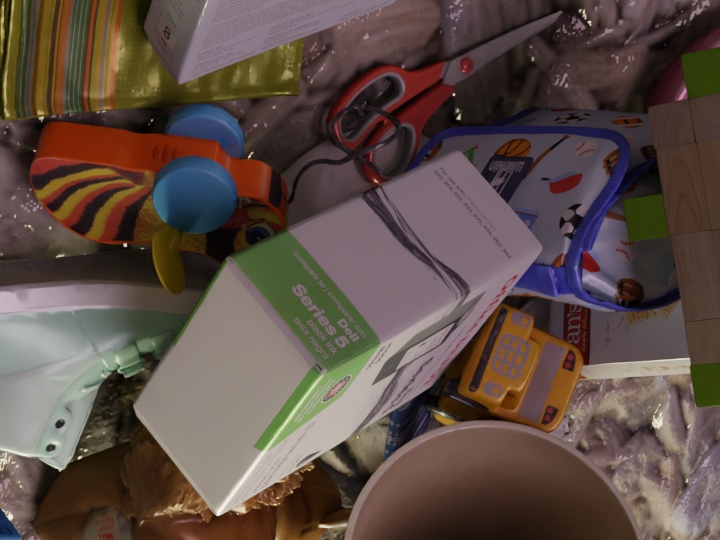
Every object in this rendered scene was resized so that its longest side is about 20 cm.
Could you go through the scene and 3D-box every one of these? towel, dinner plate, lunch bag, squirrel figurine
[{"bbox_3d":[0.015,0.164,1.154,0.145,0.024,0.201,-49,155,-70],"label":"towel"},{"bbox_3d":[0.000,0.000,1.106,0.200,0.024,0.201,-20,125,-30],"label":"dinner plate"},{"bbox_3d":[0.128,-0.037,1.051,0.200,0.170,0.124,-26,114,-42],"label":"lunch bag"},{"bbox_3d":[-0.077,0.140,1.032,0.186,0.142,0.200,-8,135,-44],"label":"squirrel figurine"},{"bbox_3d":[-0.115,-0.133,0.944,0.199,0.018,0.086,-9,120,-35],"label":"towel"}]

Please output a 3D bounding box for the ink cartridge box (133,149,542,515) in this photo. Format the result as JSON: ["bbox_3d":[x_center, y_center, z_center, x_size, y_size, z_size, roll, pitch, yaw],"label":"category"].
[{"bbox_3d":[-0.010,0.031,0.924,0.200,0.084,0.146,-27,160,-44],"label":"ink cartridge box"}]

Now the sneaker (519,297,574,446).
[{"bbox_3d":[0.137,0.114,1.225,0.075,0.100,0.201,-4,115,-39],"label":"sneaker"}]

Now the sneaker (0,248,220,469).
[{"bbox_3d":[-0.149,0.054,0.969,0.199,0.074,0.119,-2,110,-20],"label":"sneaker"}]

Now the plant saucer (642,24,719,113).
[{"bbox_3d":[0.280,-0.105,1.251,0.200,0.051,0.201,-19,124,-31],"label":"plant saucer"}]

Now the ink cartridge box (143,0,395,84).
[{"bbox_3d":[-0.020,-0.193,0.877,0.162,0.057,0.200,-25,160,-29],"label":"ink cartridge box"}]

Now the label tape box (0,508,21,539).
[{"bbox_3d":[-0.301,0.226,0.963,0.143,0.066,0.201,10,106,-41],"label":"label tape box"}]

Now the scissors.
[{"bbox_3d":[0.058,-0.135,1.079,0.200,0.014,0.073,-44,117,-19],"label":"scissors"}]

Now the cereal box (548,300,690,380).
[{"bbox_3d":[0.225,-0.002,1.132,0.039,0.199,0.145,28,62,-48],"label":"cereal box"}]

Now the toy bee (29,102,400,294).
[{"bbox_3d":[-0.084,-0.030,0.934,0.131,0.199,0.109,-57,153,-44],"label":"toy bee"}]

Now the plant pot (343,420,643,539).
[{"bbox_3d":[0.068,0.219,1.056,0.187,0.188,0.200,-32,163,-20],"label":"plant pot"}]

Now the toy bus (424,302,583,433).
[{"bbox_3d":[0.093,0.073,1.084,0.200,0.078,0.065,112,2,-80],"label":"toy bus"}]

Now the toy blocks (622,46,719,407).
[{"bbox_3d":[0.231,-0.031,0.984,0.137,0.100,0.201,-13,94,-60],"label":"toy blocks"}]
